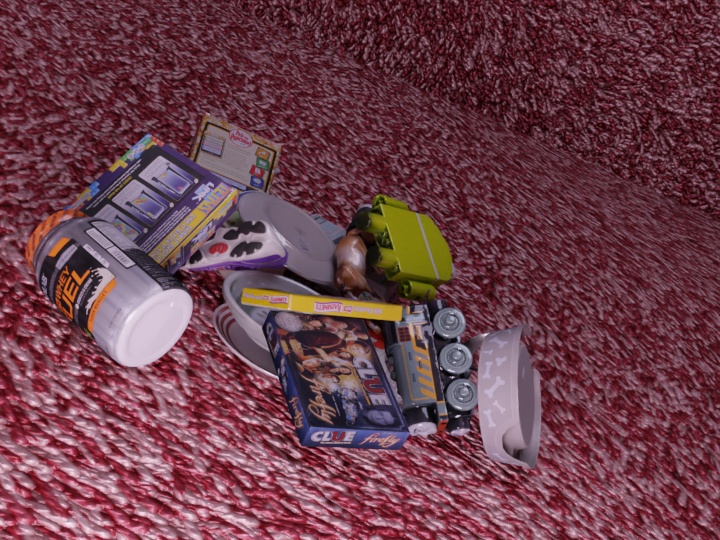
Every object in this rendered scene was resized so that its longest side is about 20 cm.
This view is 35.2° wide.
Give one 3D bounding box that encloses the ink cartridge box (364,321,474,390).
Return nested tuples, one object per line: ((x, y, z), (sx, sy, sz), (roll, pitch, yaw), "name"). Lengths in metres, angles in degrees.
((0.057, 0.123, 1.700), (0.200, 0.057, 0.163), (37, 22, 14), "ink cartridge box")

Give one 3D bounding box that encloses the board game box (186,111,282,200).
((-0.225, -0.166, 1.940), (0.151, 0.046, 0.200), (23, 45, -13), "board game box")

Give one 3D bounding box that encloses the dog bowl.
((0.207, 0.174, 1.574), (0.059, 0.200, 0.200), (-4, 13, 17), "dog bowl")

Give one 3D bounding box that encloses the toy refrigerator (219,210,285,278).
((-0.198, -0.048, 1.765), (0.076, 0.070, 0.200), (9, 28, -42), "toy refrigerator")

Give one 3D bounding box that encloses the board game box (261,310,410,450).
((-0.033, 0.133, 1.402), (0.135, 0.035, 0.200), (7, 38, -28), "board game box")

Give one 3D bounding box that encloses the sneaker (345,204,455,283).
((0.058, -0.027, 1.867), (0.200, 0.071, 0.099), (35, 33, 7), "sneaker")

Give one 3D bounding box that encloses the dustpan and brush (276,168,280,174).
((-0.210, -0.157, 2.025), (0.140, 0.057, 0.200), (36, 22, 22), "dustpan and brush")

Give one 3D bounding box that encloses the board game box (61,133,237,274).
((-0.296, -0.078, 1.582), (0.165, 0.057, 0.200), (33, 59, 14), "board game box")

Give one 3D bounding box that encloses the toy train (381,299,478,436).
((0.095, 0.135, 1.568), (0.114, 0.085, 0.200), (-6, 65, -6), "toy train")

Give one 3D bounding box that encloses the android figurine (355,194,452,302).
((0.075, -0.035, 1.783), (0.200, 0.041, 0.182), (10, 55, -49), "android figurine")

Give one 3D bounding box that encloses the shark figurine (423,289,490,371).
((0.111, 0.077, 1.699), (0.128, 0.090, 0.214), (7, 14, -12), "shark figurine")

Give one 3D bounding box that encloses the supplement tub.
((-0.311, 0.017, 1.391), (0.200, 0.123, 0.122), (37, 22, 26), "supplement tub")

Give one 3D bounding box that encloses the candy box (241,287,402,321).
((-0.049, 0.046, 1.514), (0.200, 0.026, 0.102), (8, 1, -43), "candy box")

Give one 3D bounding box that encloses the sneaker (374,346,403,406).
((0.018, 0.166, 1.491), (0.081, 0.075, 0.200), (13, 27, 4), "sneaker")

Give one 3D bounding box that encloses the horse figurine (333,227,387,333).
((0.000, 0.000, 1.735), (0.133, 0.050, 0.200), (44, 34, -33), "horse figurine")

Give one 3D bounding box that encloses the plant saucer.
((-0.103, 0.072, 1.553), (0.200, 0.050, 0.200), (24, 20, -9), "plant saucer")

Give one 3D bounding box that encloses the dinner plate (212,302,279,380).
((-0.114, 0.106, 1.562), (0.200, 0.024, 0.200), (23, 21, -10), "dinner plate")

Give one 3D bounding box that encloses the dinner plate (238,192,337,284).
((-0.100, -0.056, 1.750), (0.200, 0.024, 0.200), (33, 25, -18), "dinner plate")

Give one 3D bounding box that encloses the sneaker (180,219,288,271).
((-0.193, -0.020, 1.640), (0.200, 0.081, 0.083), (2, -30, 33), "sneaker")

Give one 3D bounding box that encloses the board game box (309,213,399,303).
((-0.028, -0.011, 1.895), (0.200, 0.064, 0.148), (30, 21, 12), "board game box")
